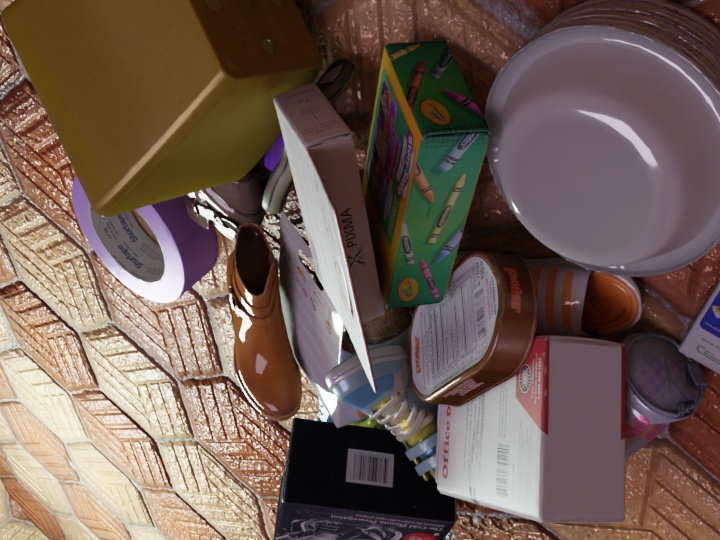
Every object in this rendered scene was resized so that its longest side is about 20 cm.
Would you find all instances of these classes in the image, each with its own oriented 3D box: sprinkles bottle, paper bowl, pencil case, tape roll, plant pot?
[{"bbox_3d":[0.000,0.000,0.892,0.068,0.068,0.202,1,124,42],"label":"sprinkles bottle"},{"bbox_3d":[0.181,-0.086,0.621,0.199,0.104,0.202,26,139,25],"label":"paper bowl"},{"bbox_3d":[0.231,0.138,0.790,0.084,0.090,0.201,66,149,28],"label":"pencil case"},{"bbox_3d":[-0.281,-0.059,1.105,0.198,0.066,0.202,24,137,24],"label":"tape roll"},{"bbox_3d":[-0.154,-0.192,0.755,0.175,0.199,0.202,-27,90,37],"label":"plant pot"}]

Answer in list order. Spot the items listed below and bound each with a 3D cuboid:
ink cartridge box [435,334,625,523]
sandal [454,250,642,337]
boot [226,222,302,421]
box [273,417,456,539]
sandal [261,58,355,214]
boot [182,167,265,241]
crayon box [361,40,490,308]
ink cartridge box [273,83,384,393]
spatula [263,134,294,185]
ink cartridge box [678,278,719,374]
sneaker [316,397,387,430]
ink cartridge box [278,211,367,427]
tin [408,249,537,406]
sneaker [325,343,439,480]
[{"bbox_3d":[0.147,0.139,0.768,0.200,0.082,0.149,160,114,-70],"label":"ink cartridge box"},{"bbox_3d":[0.155,0.032,0.784,0.205,0.059,0.080,7,129,39],"label":"sandal"},{"bbox_3d":[-0.111,0.058,0.951,0.155,0.073,0.202,112,140,-65],"label":"boot"},{"bbox_3d":[0.001,0.274,1.025,0.197,0.105,0.183,8,145,-4],"label":"box"},{"bbox_3d":[-0.042,-0.123,0.819,0.057,0.080,0.201,28,141,-3],"label":"sandal"},{"bbox_3d":[-0.189,-0.118,0.968,0.199,0.070,0.147,39,148,17],"label":"boot"},{"bbox_3d":[0.047,-0.078,0.736,0.201,0.057,0.120,100,159,-47],"label":"crayon box"},{"bbox_3d":[-0.013,-0.028,0.718,0.177,0.044,0.202,-120,14,-47],"label":"ink cartridge box"},{"bbox_3d":[-0.119,-0.159,0.898,0.200,0.021,0.057,41,130,10],"label":"spatula"},{"bbox_3d":[0.321,0.015,0.634,0.094,0.037,0.201,31,142,20],"label":"ink cartridge box"},{"bbox_3d":[-0.022,0.170,1.074,0.200,0.075,0.106,-38,83,45],"label":"sneaker"},{"bbox_3d":[-0.039,0.050,0.946,0.163,0.050,0.202,52,148,39],"label":"ink cartridge box"},{"bbox_3d":[0.094,0.053,0.770,0.041,0.113,0.200,10,154,-17],"label":"tin"},{"bbox_3d":[0.051,0.151,0.867,0.079,0.199,0.132,-37,61,25],"label":"sneaker"}]
